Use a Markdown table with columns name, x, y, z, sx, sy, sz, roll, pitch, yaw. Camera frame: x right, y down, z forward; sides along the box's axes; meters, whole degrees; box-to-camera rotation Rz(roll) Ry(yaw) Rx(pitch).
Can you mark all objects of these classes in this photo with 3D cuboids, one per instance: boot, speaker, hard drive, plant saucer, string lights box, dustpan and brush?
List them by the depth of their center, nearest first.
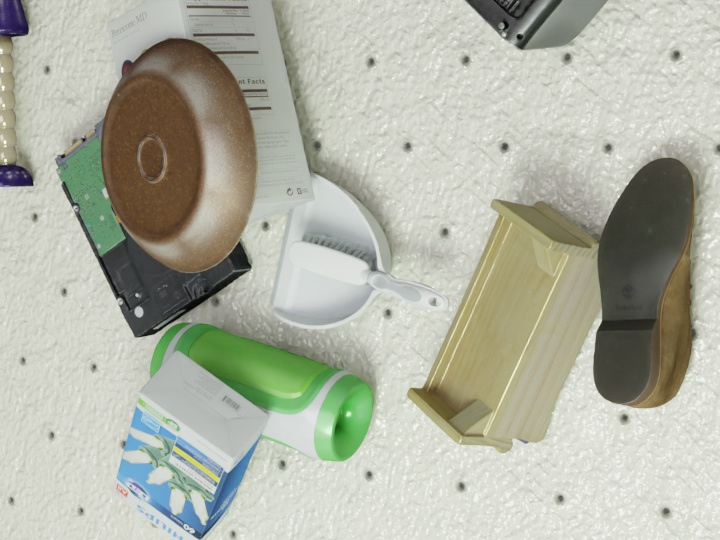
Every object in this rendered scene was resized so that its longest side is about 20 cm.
| name | x | y | z | sx | sy | sz | roll | pitch | yaw |
| --- | --- | --- | --- | --- | --- | --- | --- | --- | --- |
| boot | 0.235 | 0.012 | 1.215 | 0.073 | 0.075 | 0.201 | 6 | 82 | 41 |
| plant saucer | -0.165 | -0.096 | 1.292 | 0.200 | 0.037 | 0.201 | 10 | 104 | 45 |
| dustpan and brush | 0.000 | 0.000 | 1.340 | 0.200 | 0.057 | 0.140 | 18 | 102 | 27 |
| string lights box | -0.157 | 0.168 | 1.377 | 0.103 | 0.059 | 0.200 | 34 | 143 | 8 |
| speaker | -0.091 | 0.108 | 1.382 | 0.200 | 0.088 | 0.089 | 17 | 102 | 27 |
| hard drive | -0.202 | -0.055 | 1.461 | 0.140 | 0.038 | 0.200 | -33 | 79 | 27 |

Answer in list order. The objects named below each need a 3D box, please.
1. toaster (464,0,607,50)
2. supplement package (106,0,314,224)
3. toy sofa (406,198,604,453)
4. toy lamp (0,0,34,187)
| name | x | y | z | sx | sy | sz | roll | pitch | yaw |
| --- | --- | --- | --- | --- | --- | --- | --- | --- | --- |
| toaster | 0.139 | -0.301 | 1.206 | 0.181 | 0.119 | 0.200 | 47 | 114 | 17 |
| supplement package | -0.135 | -0.142 | 1.358 | 0.114 | 0.109 | 0.201 | -18 | 83 | 46 |
| toy sofa | 0.129 | 0.047 | 1.272 | 0.083 | 0.097 | 0.200 | 40 | 114 | 45 |
| toy lamp | -0.359 | -0.184 | 1.525 | 0.058 | 0.058 | 0.201 | 0 | 93 | 29 |
